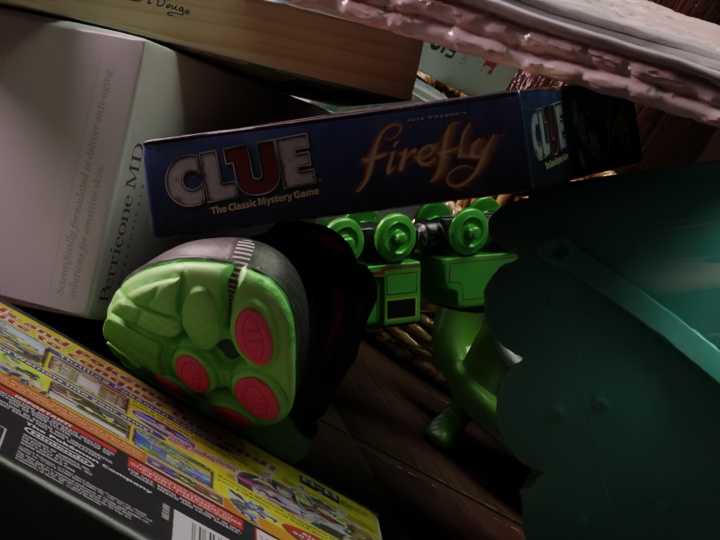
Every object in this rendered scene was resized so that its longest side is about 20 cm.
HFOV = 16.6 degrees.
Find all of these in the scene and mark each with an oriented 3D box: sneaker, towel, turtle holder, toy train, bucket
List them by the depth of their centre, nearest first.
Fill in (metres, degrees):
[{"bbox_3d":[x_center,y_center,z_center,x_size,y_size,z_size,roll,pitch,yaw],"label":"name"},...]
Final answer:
[{"bbox_3d":[-0.039,0.014,0.882,0.077,0.084,0.200,27,-10,5],"label":"sneaker"},{"bbox_3d":[0.079,-0.094,0.948,0.200,0.032,0.191,19,10,17],"label":"towel"},{"bbox_3d":[0.144,0.050,0.978,0.134,0.208,0.207,-13,-9,19],"label":"bucket"},{"bbox_3d":[0.000,0.000,1.134,0.200,0.057,0.042,-6,11,-33],"label":"toy train"},{"bbox_3d":[0.118,0.052,1.224,0.141,0.132,0.186,28,9,-24],"label":"turtle holder"}]

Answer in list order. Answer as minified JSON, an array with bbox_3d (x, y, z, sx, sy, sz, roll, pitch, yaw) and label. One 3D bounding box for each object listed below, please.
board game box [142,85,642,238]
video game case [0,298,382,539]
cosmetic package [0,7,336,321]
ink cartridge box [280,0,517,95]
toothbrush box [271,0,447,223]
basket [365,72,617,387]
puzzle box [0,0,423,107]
[{"bbox_3d":[0.019,-0.043,0.909,0.135,0.035,0.200,-7,3,17],"label":"board game box"},{"bbox_3d":[-0.078,0.063,0.769,0.200,0.026,0.181,30,8,-8],"label":"video game case"},{"bbox_3d":[-0.088,-0.032,0.972,0.085,0.108,0.200,13,1,20],"label":"cosmetic package"},{"bbox_3d":[0.018,-0.185,1.182,0.200,0.147,0.083,22,13,-43],"label":"ink cartridge box"},{"bbox_3d":[-0.047,-0.061,1.241,0.085,0.147,0.200,27,10,-30],"label":"toothbrush box"},{"bbox_3d":[0.061,-0.021,1.410,0.200,0.149,0.143,35,8,20],"label":"basket"},{"bbox_3d":[-0.085,-0.099,0.952,0.200,0.025,0.133,13,0,-13],"label":"puzzle box"}]
